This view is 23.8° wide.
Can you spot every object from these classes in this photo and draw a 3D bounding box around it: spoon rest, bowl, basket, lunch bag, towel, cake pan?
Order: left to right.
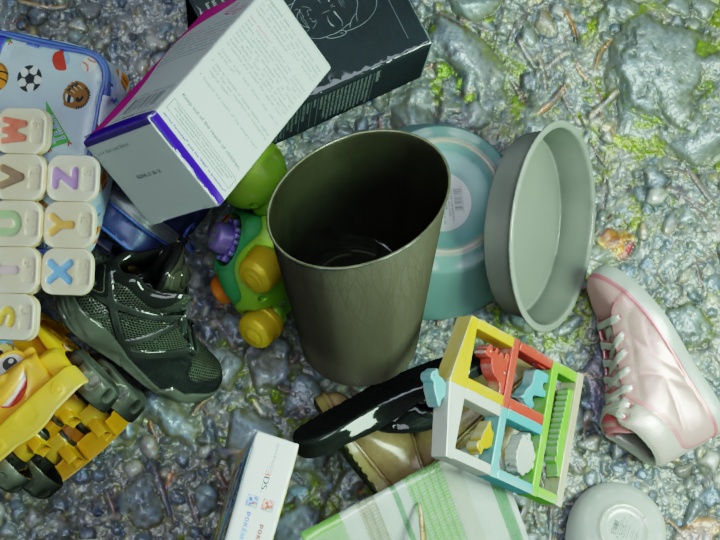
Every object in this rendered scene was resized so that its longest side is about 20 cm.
[{"bbox_3d":[-0.298,-0.107,1.520,0.159,0.076,0.202,14,89,12],"label":"lunch bag"},{"bbox_3d":[-0.226,-0.089,1.613,0.200,0.136,0.133,40,91,10],"label":"lunch bag"},{"bbox_3d":[0.000,0.000,1.532,0.136,0.201,0.180,37,60,26],"label":"basket"},{"bbox_3d":[0.053,0.249,1.585,0.199,0.031,0.150,-25,121,-9],"label":"towel"},{"bbox_3d":[0.075,-0.061,1.652,0.199,0.105,0.203,1,77,-5],"label":"bowl"},{"bbox_3d":[0.171,-0.043,1.624,0.036,0.200,0.202,7,75,29],"label":"cake pan"},{"bbox_3d":[0.226,0.294,1.621,0.099,0.061,0.201,27,64,0],"label":"spoon rest"}]

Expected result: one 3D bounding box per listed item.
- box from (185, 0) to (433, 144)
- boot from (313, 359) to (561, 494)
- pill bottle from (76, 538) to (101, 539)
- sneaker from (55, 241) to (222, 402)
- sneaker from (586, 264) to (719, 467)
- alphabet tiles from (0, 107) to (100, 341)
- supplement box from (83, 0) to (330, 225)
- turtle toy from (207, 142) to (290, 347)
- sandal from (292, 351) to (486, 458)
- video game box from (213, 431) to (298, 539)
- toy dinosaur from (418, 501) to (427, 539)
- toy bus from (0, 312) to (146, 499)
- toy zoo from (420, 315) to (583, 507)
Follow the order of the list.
[{"bbox_3d":[-0.052,-0.231,1.677,0.199,0.107,0.149,-25,81,-9],"label":"box"},{"bbox_3d":[0.078,0.135,1.634,0.200,0.066,0.176,-38,96,-11],"label":"boot"},{"bbox_3d":[-0.237,0.296,1.500,0.115,0.200,0.117,1,78,-4],"label":"pill bottle"},{"bbox_3d":[-0.174,0.048,1.566,0.114,0.199,0.077,-34,41,18],"label":"sneaker"},{"bbox_3d":[0.259,0.098,1.647,0.104,0.075,0.201,-33,87,-16],"label":"sneaker"},{"bbox_3d":[-0.318,-0.041,1.475,0.194,0.015,0.202,2,87,18],"label":"alphabet tiles"},{"bbox_3d":[-0.131,-0.147,1.497,0.104,0.101,0.200,51,52,-23],"label":"supplement box"},{"bbox_3d":[-0.088,-0.036,1.600,0.101,0.201,0.146,26,50,21],"label":"turtle toy"},{"bbox_3d":[0.033,0.129,1.566,0.199,0.075,0.048,-25,106,-11],"label":"sandal"},{"bbox_3d":[-0.108,0.245,1.524,0.046,0.200,0.184,15,78,-5],"label":"video game box"},{"bbox_3d":[0.023,0.322,1.556,0.200,0.060,0.106,-44,121,3],"label":"toy dinosaur"},{"bbox_3d":[-0.308,0.091,1.541,0.136,0.200,0.192,-40,78,-1],"label":"toy bus"},{"bbox_3d":[0.127,0.125,1.547,0.199,0.020,0.132,28,66,-40],"label":"toy zoo"}]
